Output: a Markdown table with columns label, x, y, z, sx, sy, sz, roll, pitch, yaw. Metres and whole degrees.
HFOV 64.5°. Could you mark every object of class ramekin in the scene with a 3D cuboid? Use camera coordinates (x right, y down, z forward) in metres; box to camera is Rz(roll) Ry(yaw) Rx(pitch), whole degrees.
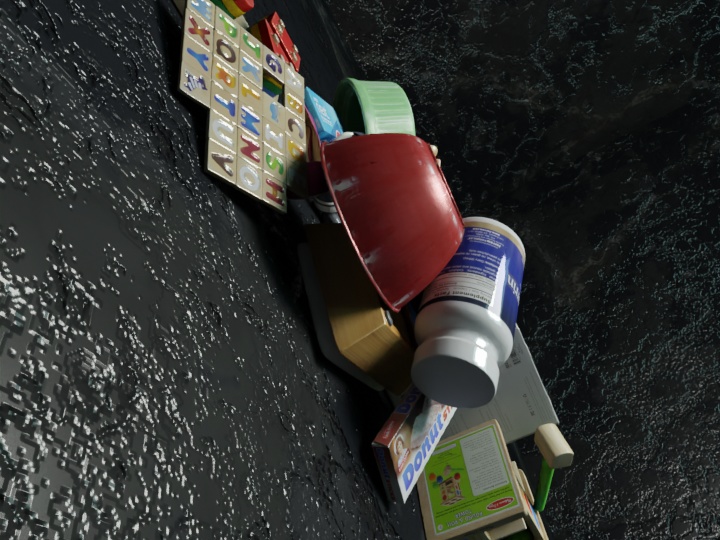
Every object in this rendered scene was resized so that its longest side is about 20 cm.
| label | x | y | z | sx | sy | sz | roll | pitch | yaw |
| --- | --- | --- | --- | --- | --- | --- | --- | --- | --- |
| ramekin | 0.022 | -0.237 | 1.017 | 0.199 | 0.095 | 0.206 | 171 | -90 | -72 |

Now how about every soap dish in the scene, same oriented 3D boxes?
| label | x | y | z | sx | sy | sz | roll | pitch | yaw |
| --- | --- | --- | --- | --- | --- | --- | --- | --- | --- |
| soap dish | 0.008 | 0.048 | 0.680 | 0.200 | 0.080 | 0.161 | 49 | 21 | -58 |

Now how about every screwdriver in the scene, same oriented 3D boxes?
| label | x | y | z | sx | sy | sz | roll | pitch | yaw |
| --- | --- | --- | --- | --- | --- | --- | --- | --- | --- |
| screwdriver | 0.000 | 0.000 | 0.808 | 0.203 | 0.028 | 0.029 | 60 | 19 | 10 |

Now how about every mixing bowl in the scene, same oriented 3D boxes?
| label | x | y | z | sx | sy | sz | roll | pitch | yaw |
| --- | --- | --- | --- | --- | --- | --- | --- | --- | --- |
| mixing bowl | 0.047 | -0.070 | 0.624 | 0.201 | 0.106 | 0.203 | -90 | 154 | -65 |

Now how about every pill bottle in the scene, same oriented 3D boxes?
| label | x | y | z | sx | sy | sz | roll | pitch | yaw |
| --- | --- | --- | --- | --- | --- | --- | --- | --- | --- |
| pill bottle | 0.125 | 0.046 | 0.663 | 0.117 | 0.113 | 0.203 | 56 | 41 | -36 |

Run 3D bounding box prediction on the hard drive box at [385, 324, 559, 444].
| label | x | y | z | sx | sy | sz | roll | pitch | yaw |
| --- | --- | --- | --- | --- | --- | --- | --- | --- | --- |
| hard drive box | 0.150 | 0.167 | 0.794 | 0.159 | 0.196 | 0.077 | 63 | 12 | -14 |

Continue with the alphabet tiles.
| label | x | y | z | sx | sy | sz | roll | pitch | yaw |
| --- | --- | --- | --- | --- | --- | --- | --- | --- | --- |
| alphabet tiles | -0.112 | -0.163 | 0.573 | 0.166 | 0.007 | 0.205 | 27 | 49 | -47 |

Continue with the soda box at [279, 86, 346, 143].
| label | x | y | z | sx | sy | sz | roll | pitch | yaw |
| --- | --- | --- | --- | --- | --- | --- | --- | --- | --- |
| soda box | -0.069 | -0.219 | 0.886 | 0.069 | 0.063 | 0.200 | 65 | 13 | -1 |

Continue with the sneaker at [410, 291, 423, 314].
| label | x | y | z | sx | sy | sz | roll | pitch | yaw |
| --- | --- | --- | --- | --- | --- | --- | --- | --- | --- |
| sneaker | 0.102 | 0.042 | 0.812 | 0.201 | 0.074 | 0.090 | 51 | 43 | -47 |

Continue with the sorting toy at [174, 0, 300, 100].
| label | x | y | z | sx | sy | sz | roll | pitch | yaw |
| --- | --- | --- | --- | --- | --- | --- | --- | --- | --- |
| sorting toy | -0.143 | -0.301 | 0.707 | 0.202 | 0.068 | 0.201 | 60 | 14 | -30 |

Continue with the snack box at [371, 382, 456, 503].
| label | x | y | z | sx | sy | sz | roll | pitch | yaw |
| --- | --- | --- | --- | --- | --- | --- | --- | --- | --- |
| snack box | 0.074 | 0.167 | 0.660 | 0.200 | 0.024 | 0.074 | -42 | 122 | -51 |

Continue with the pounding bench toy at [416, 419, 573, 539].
| label | x | y | z | sx | sy | sz | roll | pitch | yaw |
| --- | --- | --- | --- | --- | --- | --- | --- | --- | --- |
| pounding bench toy | 0.191 | 0.294 | 0.736 | 0.157 | 0.196 | 0.126 | 55 | 15 | -35 |

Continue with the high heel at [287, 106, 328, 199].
| label | x | y | z | sx | sy | sz | roll | pitch | yaw |
| --- | --- | --- | --- | --- | --- | --- | --- | --- | --- |
| high heel | -0.072 | -0.153 | 0.691 | 0.201 | 0.065 | 0.098 | -98 | 180 | -65 |

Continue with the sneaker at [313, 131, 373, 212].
| label | x | y | z | sx | sy | sz | roll | pitch | yaw |
| --- | --- | --- | --- | --- | --- | --- | --- | --- | --- |
| sneaker | 0.014 | -0.162 | 0.826 | 0.078 | 0.198 | 0.081 | 34 | -35 | 32 |

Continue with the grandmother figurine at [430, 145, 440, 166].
| label | x | y | z | sx | sy | sz | roll | pitch | yaw |
| --- | --- | --- | --- | --- | --- | --- | --- | --- | --- |
| grandmother figurine | 0.108 | -0.119 | 0.976 | 0.122 | 0.059 | 0.205 | 100 | -5 | -62 |

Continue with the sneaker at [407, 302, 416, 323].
| label | x | y | z | sx | sy | sz | roll | pitch | yaw |
| --- | --- | --- | --- | --- | --- | --- | --- | --- | --- |
| sneaker | 0.082 | 0.096 | 0.903 | 0.200 | 0.083 | 0.079 | 40 | 28 | -66 |
